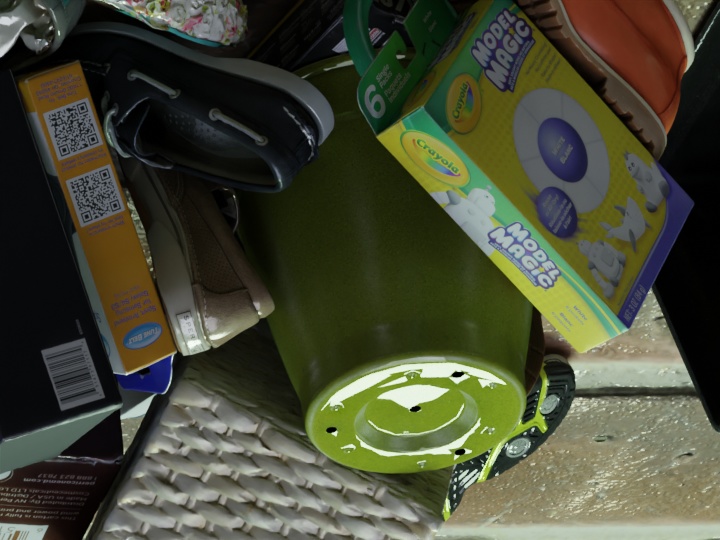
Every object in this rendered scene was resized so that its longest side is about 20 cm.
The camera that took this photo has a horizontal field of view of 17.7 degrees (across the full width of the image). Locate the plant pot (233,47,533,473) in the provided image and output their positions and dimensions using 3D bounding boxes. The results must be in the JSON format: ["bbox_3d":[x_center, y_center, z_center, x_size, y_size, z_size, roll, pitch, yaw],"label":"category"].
[{"bbox_3d":[0.022,0.008,1.367,0.198,0.194,0.201,-5,146,-3],"label":"plant pot"}]

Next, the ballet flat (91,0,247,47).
[{"bbox_3d":[-0.131,-0.177,1.264,0.199,0.076,0.064,17,122,-37],"label":"ballet flat"}]

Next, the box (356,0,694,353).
[{"bbox_3d":[0.092,-0.066,1.286,0.200,0.118,0.048,44,139,-13],"label":"box"}]

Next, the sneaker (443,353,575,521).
[{"bbox_3d":[0.072,0.121,1.740,0.199,0.077,0.075,-37,137,8],"label":"sneaker"}]

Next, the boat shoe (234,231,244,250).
[{"bbox_3d":[0.000,0.000,1.546,0.199,0.075,0.062,24,146,-26],"label":"boat shoe"}]

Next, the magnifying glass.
[{"bbox_3d":[0.055,-0.080,1.305,0.079,0.201,0.022,-29,-178,-42],"label":"magnifying glass"}]

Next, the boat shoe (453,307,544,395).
[{"bbox_3d":[0.078,0.037,1.508,0.071,0.201,0.064,43,130,-17],"label":"boat shoe"}]

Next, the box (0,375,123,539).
[{"bbox_3d":[-0.255,0.073,1.480,0.164,0.201,0.165,6,144,-20],"label":"box"}]

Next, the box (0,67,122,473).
[{"bbox_3d":[-0.218,0.008,1.314,0.078,0.202,0.141,-16,171,-24],"label":"box"}]

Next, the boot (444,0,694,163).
[{"bbox_3d":[0.121,-0.158,1.347,0.075,0.108,0.200,-12,127,49],"label":"boot"}]

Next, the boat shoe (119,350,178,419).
[{"bbox_3d":[-0.107,0.060,1.601,0.065,0.074,0.199,7,166,-41],"label":"boat shoe"}]

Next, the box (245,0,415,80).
[{"bbox_3d":[0.003,-0.099,1.421,0.159,0.050,0.200,19,137,-30],"label":"box"}]

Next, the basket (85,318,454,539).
[{"bbox_3d":[-0.064,0.159,1.455,0.199,0.161,0.199,29,103,-1],"label":"basket"}]

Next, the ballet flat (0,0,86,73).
[{"bbox_3d":[-0.246,-0.122,1.316,0.199,0.064,0.068,-25,115,20],"label":"ballet flat"}]

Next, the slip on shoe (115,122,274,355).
[{"bbox_3d":[-0.101,-0.033,1.367,0.060,0.201,0.076,-19,130,-3],"label":"slip on shoe"}]

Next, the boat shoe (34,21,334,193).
[{"bbox_3d":[-0.113,-0.092,1.324,0.199,0.061,0.076,10,141,31],"label":"boat shoe"}]

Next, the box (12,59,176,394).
[{"bbox_3d":[-0.169,-0.019,1.349,0.041,0.202,0.119,-20,-171,-26],"label":"box"}]

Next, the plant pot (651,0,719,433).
[{"bbox_3d":[0.301,-0.041,1.457,0.176,0.201,0.201,-6,148,-23],"label":"plant pot"}]
